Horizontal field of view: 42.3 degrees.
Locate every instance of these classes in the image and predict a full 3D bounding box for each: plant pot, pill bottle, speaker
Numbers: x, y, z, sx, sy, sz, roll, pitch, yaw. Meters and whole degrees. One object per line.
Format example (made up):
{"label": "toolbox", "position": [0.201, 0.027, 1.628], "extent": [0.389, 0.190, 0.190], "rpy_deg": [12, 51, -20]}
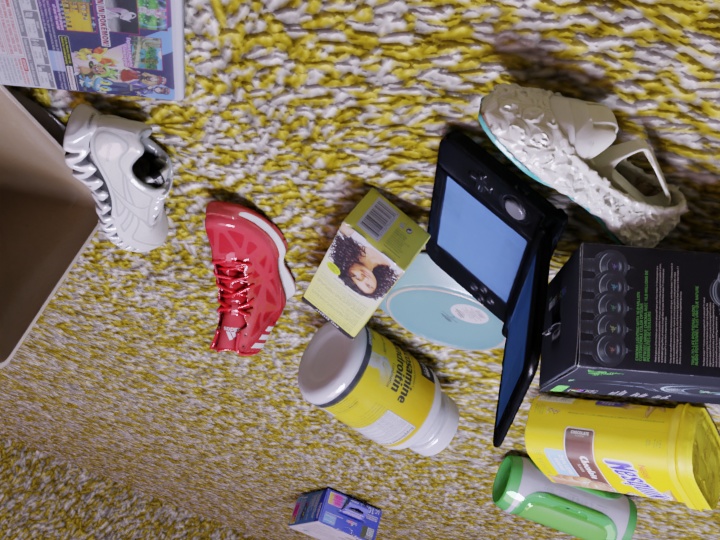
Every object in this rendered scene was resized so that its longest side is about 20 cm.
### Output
{"label": "plant pot", "position": [-0.398, -0.059, 0.879], "extent": [0.175, 0.202, 0.200], "rpy_deg": [16, 157, 33]}
{"label": "pill bottle", "position": [0.027, 0.147, 1.125], "extent": [0.199, 0.113, 0.111], "rpy_deg": [35, 150, -32]}
{"label": "speaker", "position": [0.295, 0.336, 1.349], "extent": [0.197, 0.090, 0.089], "rpy_deg": [21, 154, -5]}

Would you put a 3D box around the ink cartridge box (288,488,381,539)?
{"label": "ink cartridge box", "position": [-0.047, 0.519, 1.945], "extent": [0.135, 0.077, 0.200], "rpy_deg": [26, 155, -17]}

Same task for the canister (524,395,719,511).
{"label": "canister", "position": [0.308, 0.210, 1.093], "extent": [0.197, 0.088, 0.149], "rpy_deg": [1, 149, 35]}

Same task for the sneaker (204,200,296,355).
{"label": "sneaker", "position": [-0.124, 0.022, 0.977], "extent": [0.077, 0.117, 0.201], "rpy_deg": [7, 152, 21]}

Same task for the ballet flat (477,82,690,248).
{"label": "ballet flat", "position": [0.165, -0.081, 0.654], "extent": [0.199, 0.073, 0.071], "rpy_deg": [31, 152, -35]}

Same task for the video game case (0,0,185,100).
{"label": "video game case", "position": [-0.218, -0.194, 0.669], "extent": [0.179, 0.023, 0.201], "rpy_deg": [4, 155, -9]}

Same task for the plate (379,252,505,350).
{"label": "plate", "position": [0.094, 0.043, 0.978], "extent": [0.197, 0.026, 0.201], "rpy_deg": [16, 154, 8]}

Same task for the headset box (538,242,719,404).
{"label": "headset box", "position": [0.238, 0.048, 0.728], "extent": [0.196, 0.094, 0.174], "rpy_deg": [5, 168, 2]}

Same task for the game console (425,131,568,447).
{"label": "game console", "position": [0.094, 0.021, 0.759], "extent": [0.176, 0.116, 0.201], "rpy_deg": [41, 160, 18]}

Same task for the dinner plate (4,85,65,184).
{"label": "dinner plate", "position": [-0.371, -0.134, 0.946], "extent": [0.197, 0.025, 0.201], "rpy_deg": [14, 154, 7]}

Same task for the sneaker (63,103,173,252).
{"label": "sneaker", "position": [-0.216, -0.079, 0.902], "extent": [0.080, 0.076, 0.201], "rpy_deg": [4, 152, 9]}

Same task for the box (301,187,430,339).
{"label": "box", "position": [0.000, 0.000, 0.908], "extent": [0.075, 0.050, 0.200], "rpy_deg": [38, 155, 4]}
